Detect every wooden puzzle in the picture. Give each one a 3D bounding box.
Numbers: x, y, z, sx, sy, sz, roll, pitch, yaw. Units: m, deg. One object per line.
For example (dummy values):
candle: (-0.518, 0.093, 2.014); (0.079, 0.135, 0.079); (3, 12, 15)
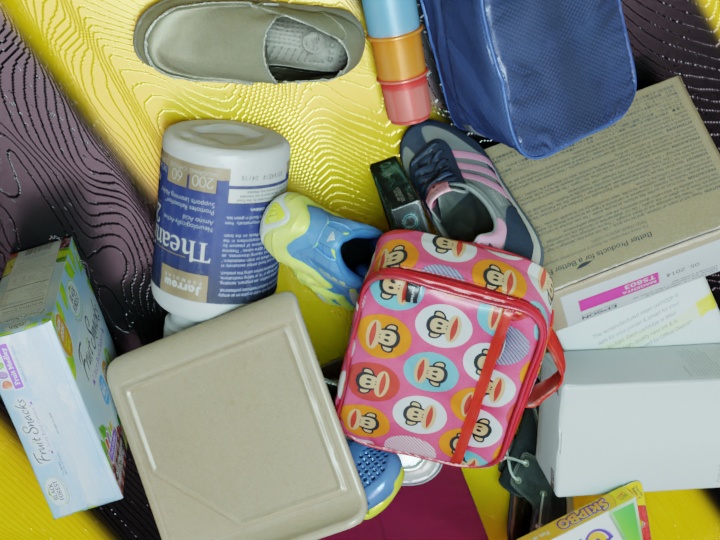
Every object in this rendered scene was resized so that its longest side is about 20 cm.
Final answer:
wooden puzzle: (-0.103, 0.139, 1.186); (0.184, 0.037, 0.201); (-21, 81, 16)

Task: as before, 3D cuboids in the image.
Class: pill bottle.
pill bottle: (-0.124, -0.022, 1.236); (0.110, 0.111, 0.201); (4, 109, -9)

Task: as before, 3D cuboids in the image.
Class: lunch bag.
lunch bag: (0.129, -0.207, 1.189); (0.135, 0.132, 0.201); (-24, 115, -20)
lunch bag: (0.077, 0.069, 1.148); (0.175, 0.082, 0.201); (14, 132, 1)

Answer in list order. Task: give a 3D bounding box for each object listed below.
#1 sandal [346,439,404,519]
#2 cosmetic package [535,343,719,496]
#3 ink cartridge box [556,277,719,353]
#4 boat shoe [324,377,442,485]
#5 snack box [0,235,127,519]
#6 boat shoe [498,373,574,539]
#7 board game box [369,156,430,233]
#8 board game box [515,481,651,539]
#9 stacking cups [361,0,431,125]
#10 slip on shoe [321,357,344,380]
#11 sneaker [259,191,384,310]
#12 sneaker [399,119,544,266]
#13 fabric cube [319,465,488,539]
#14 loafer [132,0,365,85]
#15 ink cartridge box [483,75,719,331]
sandal: (-0.059, 0.166, 1.218); (0.199, 0.080, 0.087); (-2, 127, 23)
cosmetic package: (0.262, 0.132, 1.271); (0.199, 0.081, 0.114); (0, 110, -7)
ink cartridge box: (0.257, 0.053, 1.329); (0.145, 0.083, 0.201); (-26, 112, 3)
boat shoe: (-0.017, 0.133, 1.264); (0.199, 0.070, 0.071); (28, 81, 2)
snack box: (-0.253, 0.085, 1.211); (0.067, 0.200, 0.169); (-18, 111, -1)
boat shoe: (0.167, 0.191, 1.374); (0.067, 0.072, 0.201); (-9, 113, -8)
board game box: (0.058, 0.011, 1.260); (0.028, 0.135, 0.201); (-19, 112, -1)
board game box: (0.171, 0.262, 1.231); (0.199, 0.030, 0.096); (-24, 119, -18)
stacking cups: (0.023, -0.225, 1.217); (0.060, 0.061, 0.201); (-11, 116, -3)
slip on shoe: (-0.034, 0.137, 1.337); (0.199, 0.076, 0.061); (-20, 151, -8)
sneaker: (0.000, 0.000, 1.223); (0.200, 0.105, 0.076); (26, 88, -53)
sneaker: (0.078, -0.069, 1.198); (0.082, 0.200, 0.070); (23, 114, -47)
fabric cube: (0.007, 0.300, 1.325); (0.199, 0.200, 0.197); (1, 111, -8)
loafer: (-0.092, -0.194, 1.200); (0.199, 0.068, 0.076); (-2, 110, -7)
ink cartridge box: (0.216, -0.056, 1.232); (0.199, 0.165, 0.075); (-20, 148, 5)
